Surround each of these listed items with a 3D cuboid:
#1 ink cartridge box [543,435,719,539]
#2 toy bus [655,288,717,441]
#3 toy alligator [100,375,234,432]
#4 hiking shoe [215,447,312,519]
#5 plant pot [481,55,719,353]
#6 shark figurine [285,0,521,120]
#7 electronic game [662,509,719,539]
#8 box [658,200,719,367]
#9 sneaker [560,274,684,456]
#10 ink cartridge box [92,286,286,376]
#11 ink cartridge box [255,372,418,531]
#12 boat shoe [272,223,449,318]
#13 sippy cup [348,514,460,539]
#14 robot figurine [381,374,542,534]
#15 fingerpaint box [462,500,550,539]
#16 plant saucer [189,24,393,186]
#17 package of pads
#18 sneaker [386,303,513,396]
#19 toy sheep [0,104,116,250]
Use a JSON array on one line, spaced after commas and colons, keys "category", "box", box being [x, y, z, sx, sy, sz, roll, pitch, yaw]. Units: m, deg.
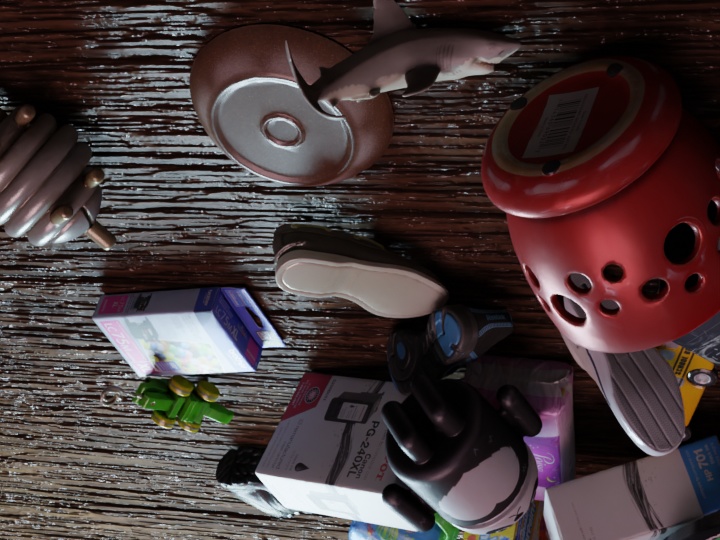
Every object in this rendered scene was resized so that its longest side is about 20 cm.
[{"category": "ink cartridge box", "box": [0.308, 0.266, 1.539, 0.198, 0.087, 0.147, -16, 158, 0]}, {"category": "toy bus", "box": [0.322, 0.102, 1.432, 0.077, 0.066, 0.201, 12, 143, 5]}, {"category": "toy alligator", "box": [-0.238, 0.150, 1.676, 0.199, 0.054, 0.060, 17, 110, -42]}, {"category": "hiking shoe", "box": [-0.087, 0.284, 1.817, 0.198, 0.076, 0.101, 10, 152, 22]}, {"category": "plant pot", "box": [0.213, -0.063, 1.157, 0.198, 0.202, 0.183, -12, 130, 31]}, {"category": "shark figurine", "box": [0.012, -0.184, 1.154, 0.128, 0.212, 0.091, 7, 112, 60]}, {"category": "electronic game", "box": [0.403, 0.283, 1.485, 0.198, 0.042, 0.200, -17, 158, -7]}, {"category": "box", "box": [0.403, 0.008, 1.241, 0.195, 0.125, 0.200, 25, 142, -16]}, {"category": "sneaker", "box": [0.257, 0.093, 1.376, 0.072, 0.202, 0.071, -21, 162, -11]}, {"category": "ink cartridge box", "box": [-0.198, 0.072, 1.604, 0.198, 0.042, 0.120, -6, 138, 24]}, {"category": "ink cartridge box", "box": [0.002, 0.203, 1.577, 0.198, 0.146, 0.084, 2, 142, 38]}, {"category": "boat shoe", "box": [0.001, -0.002, 1.414, 0.200, 0.061, 0.072, 13, 133, -29]}, {"category": "sippy cup", "box": [0.058, 0.325, 1.768, 0.129, 0.140, 0.179, 23, 118, 6]}, {"category": "robot figurine", "box": [0.105, 0.195, 1.451, 0.149, 0.126, 0.200, -13, 137, 33]}, {"category": "fingerpaint box", "box": [0.187, 0.366, 1.704, 0.073, 0.202, 0.167, -7, 138, 28]}, {"category": "plant saucer", "box": [-0.069, -0.141, 1.290, 0.198, 0.037, 0.202, 10, 142, 8]}, {"category": "package of pads", "box": [0.182, 0.179, 1.571, 0.119, 0.076, 0.201, 7, 142, 16]}, {"category": "sneaker", "box": [0.092, 0.085, 1.486, 0.081, 0.074, 0.200, -9, 169, -26]}, {"category": "toy sheep", "box": [-0.319, -0.090, 1.365, 0.200, 0.138, 0.137, 47, 135, -13]}]
